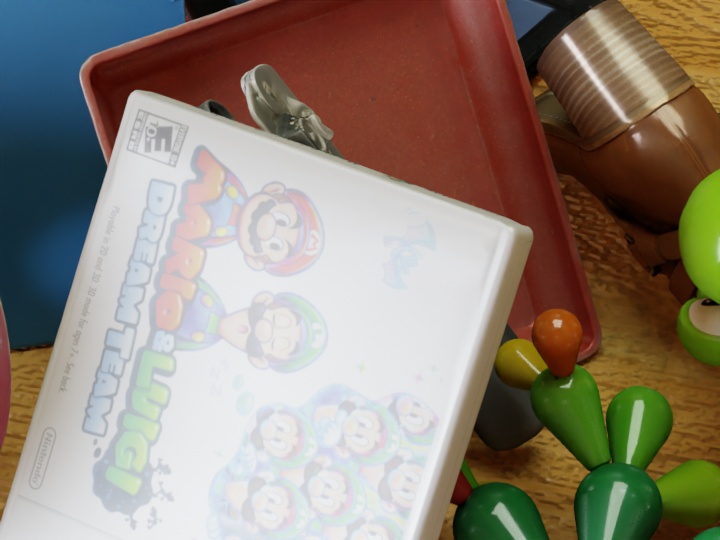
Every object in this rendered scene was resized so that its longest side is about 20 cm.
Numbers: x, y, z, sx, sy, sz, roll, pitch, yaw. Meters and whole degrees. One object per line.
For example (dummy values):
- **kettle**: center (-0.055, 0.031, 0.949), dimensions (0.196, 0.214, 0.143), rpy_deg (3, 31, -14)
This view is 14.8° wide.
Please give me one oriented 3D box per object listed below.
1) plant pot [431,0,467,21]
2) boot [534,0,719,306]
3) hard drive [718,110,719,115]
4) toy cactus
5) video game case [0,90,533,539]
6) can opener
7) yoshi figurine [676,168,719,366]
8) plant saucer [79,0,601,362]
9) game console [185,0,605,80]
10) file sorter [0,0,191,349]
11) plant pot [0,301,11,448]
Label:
- **plant pot**: center (0.010, -0.204, 1.314), dimensions (0.142, 0.200, 0.200), rpy_deg (17, 41, 7)
- **boot**: center (0.137, -0.029, 1.256), dimensions (0.074, 0.200, 0.155), rpy_deg (-35, 81, 0)
- **hard drive**: center (0.246, -0.106, 1.268), dimensions (0.139, 0.200, 0.038), rpy_deg (-16, 67, -19)
- **toy cactus**: center (0.101, 0.106, 1.088), dimensions (0.199, 0.102, 0.165), rpy_deg (16, 51, 8)
- **video game case**: center (-0.042, 0.049, 1.098), dimensions (0.182, 0.201, 0.024), rpy_deg (20, 7, 25)
- **can opener**: center (0.000, 0.000, 1.170), dimensions (0.067, 0.200, 0.053), rpy_deg (-32, 20, 16)
- **yoshi figurine**: center (0.200, 0.001, 1.075), dimensions (0.200, 0.112, 0.112), rpy_deg (-2, 0, 41)
- **plant saucer**: center (-0.010, -0.025, 1.202), dimensions (0.200, 0.200, 0.037), rpy_deg (-22, 11, -24)
- **game console**: center (0.010, -0.162, 1.402), dimensions (0.172, 0.119, 0.200), rpy_deg (24, 45, 28)
- **file sorter**: center (-0.150, -0.081, 1.246), dimensions (0.138, 0.201, 0.123), rpy_deg (-8, 35, -8)
- **plant pot**: center (-0.248, 0.041, 1.116), dimensions (0.179, 0.201, 0.200), rpy_deg (-9, 37, -34)
